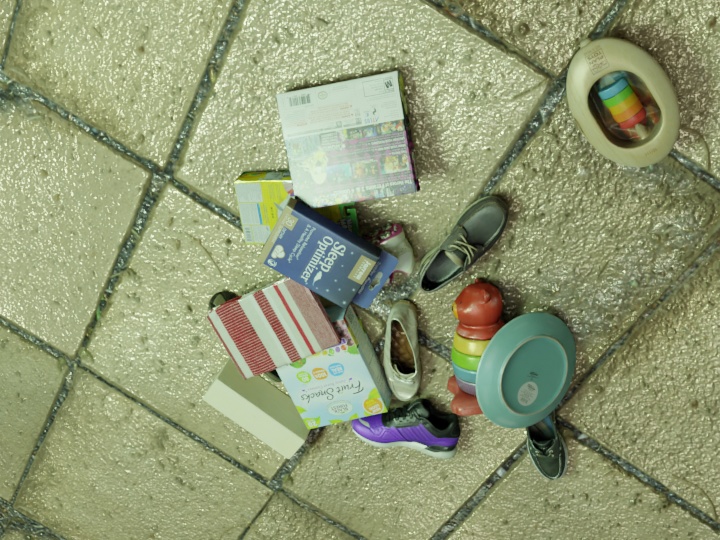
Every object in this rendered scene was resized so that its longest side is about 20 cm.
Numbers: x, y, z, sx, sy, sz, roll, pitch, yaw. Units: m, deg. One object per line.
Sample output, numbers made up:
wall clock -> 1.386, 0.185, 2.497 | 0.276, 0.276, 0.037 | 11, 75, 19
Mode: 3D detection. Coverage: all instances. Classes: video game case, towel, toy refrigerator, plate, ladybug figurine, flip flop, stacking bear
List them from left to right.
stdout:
flip flop -> -0.206, 0.126, 1.618 | 0.057, 0.081, 0.200 | -23, 117, 41
toy refrigerator -> -0.189, 0.258, 1.681 | 0.199, 0.076, 0.070 | 35, 122, -6
towel -> -0.148, 0.095, 1.526 | 0.198, 0.023, 0.145 | -22, 107, 21
video game case -> -0.019, -0.195, 1.368 | 0.197, 0.036, 0.184 | -8, 99, 18
stacking bear -> 0.196, 0.117, 1.476 | 0.112, 0.122, 0.203 | -4, 110, 2
plate -> 0.275, 0.166, 1.453 | 0.198, 0.026, 0.203 | -9, 109, -26
ladybug figurine -> 0.361, -0.238, 1.244 | 0.135, 0.072, 0.201 | -25, 110, 27

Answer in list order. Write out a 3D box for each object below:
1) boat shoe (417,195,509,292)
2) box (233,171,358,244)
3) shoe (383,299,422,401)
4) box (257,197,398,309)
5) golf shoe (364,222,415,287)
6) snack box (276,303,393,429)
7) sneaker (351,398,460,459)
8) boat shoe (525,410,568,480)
boat shoe -> 0.162, -0.031, 1.417 | 0.074, 0.074, 0.200 | 35, 122, -6
box -> -0.099, -0.103, 1.468 | 0.197, 0.048, 0.119 | 2, 118, 17
shoe -> 0.069, 0.148, 1.557 | 0.069, 0.054, 0.202 | 4, 120, 14
box -> -0.051, -0.017, 1.420 | 0.198, 0.033, 0.122 | 28, 125, -8
golf shoe -> 0.000, 0.000, 1.484 | 0.198, 0.076, 0.092 | -24, 113, 27
snack box -> -0.056, 0.172, 1.599 | 0.167, 0.068, 0.201 | -17, 115, 23
sneaker -> 0.085, 0.267, 1.612 | 0.197, 0.070, 0.100 | 10, 123, 0
boat shoe -> 0.317, 0.291, 1.566 | 0.068, 0.057, 0.202 | -8, 116, 20
